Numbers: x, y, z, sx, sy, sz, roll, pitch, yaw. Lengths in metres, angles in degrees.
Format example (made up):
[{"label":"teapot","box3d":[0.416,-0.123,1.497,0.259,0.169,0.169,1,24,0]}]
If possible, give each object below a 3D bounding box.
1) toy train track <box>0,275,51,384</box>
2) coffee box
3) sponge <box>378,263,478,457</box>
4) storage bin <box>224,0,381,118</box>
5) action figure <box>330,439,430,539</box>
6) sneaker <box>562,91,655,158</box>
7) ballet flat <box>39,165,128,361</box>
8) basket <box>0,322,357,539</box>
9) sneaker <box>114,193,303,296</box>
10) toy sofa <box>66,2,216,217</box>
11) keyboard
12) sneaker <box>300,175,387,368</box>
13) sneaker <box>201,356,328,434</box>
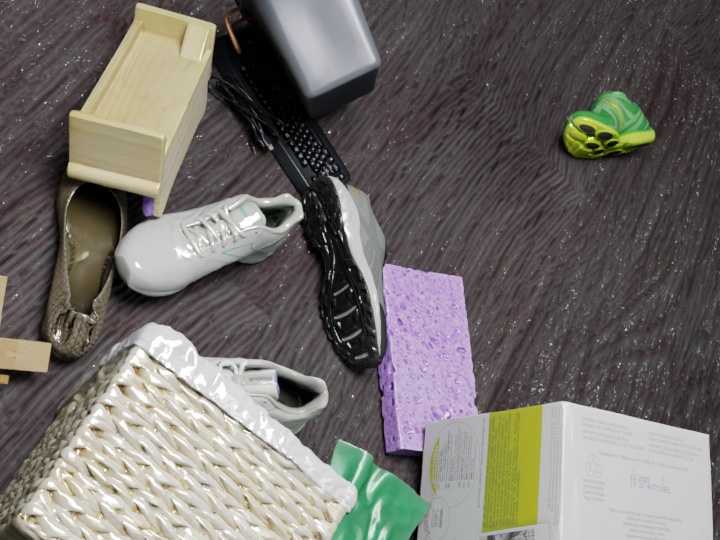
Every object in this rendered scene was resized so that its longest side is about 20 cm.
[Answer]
[{"label":"toy train track","box3d":[-0.321,0.053,0.677,0.199,0.032,0.116,14,81,-49]},{"label":"coffee box","box3d":[0.184,0.245,0.864,0.198,0.197,0.203,17,68,-30]},{"label":"sponge","box3d":[0.068,0.094,0.981,0.111,0.030,0.202,12,62,-32]},{"label":"storage bin","box3d":[-0.052,-0.234,0.945,0.144,0.200,0.136,-25,92,-1]},{"label":"action figure","box3d":[-0.019,0.266,0.814,0.118,0.055,0.201,36,58,-18]},{"label":"sneaker","box3d":[0.337,-0.205,1.307,0.199,0.074,0.085,-6,74,-48]},{"label":"ballet flat","box3d":[-0.233,-0.020,0.801,0.067,0.046,0.202,20,57,-28]},{"label":"basket","box3d":[-0.149,0.177,0.666,0.200,0.198,0.161,42,52,-12]},{"label":"sneaker","box3d":[-0.134,-0.036,0.852,0.199,0.080,0.071,-23,84,-47]},{"label":"toy sofa","box3d":[-0.196,-0.148,0.857,0.082,0.098,0.201,14,44,-4]},{"label":"keyboard","box3d":[-0.086,-0.169,0.992,0.104,0.040,0.201,-34,89,-43]},{"label":"sneaker","box3d":[0.000,0.000,0.951,0.079,0.074,0.203,7,65,-43]},{"label":"sneaker","box3d":[-0.117,0.098,0.802,0.198,0.087,0.075,8,65,-32]}]
